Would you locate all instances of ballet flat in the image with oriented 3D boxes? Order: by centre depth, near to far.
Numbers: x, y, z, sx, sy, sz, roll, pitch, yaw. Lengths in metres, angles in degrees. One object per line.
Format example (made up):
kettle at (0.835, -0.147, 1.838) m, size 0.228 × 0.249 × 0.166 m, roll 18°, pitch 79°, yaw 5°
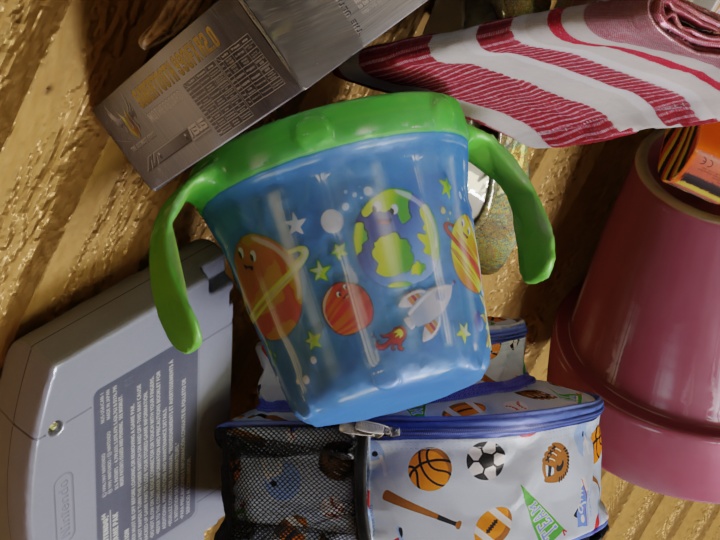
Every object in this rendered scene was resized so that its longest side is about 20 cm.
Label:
ballet flat at (0.054, -0.082, 1.135) m, size 0.071 × 0.071 × 0.200 m, roll -23°, pitch 133°, yaw -41°

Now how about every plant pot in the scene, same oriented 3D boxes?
plant pot at (0.220, 0.013, 1.335) m, size 0.200 × 0.200 × 0.179 m, roll -28°, pitch 136°, yaw -36°

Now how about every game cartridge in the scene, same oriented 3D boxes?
game cartridge at (-0.123, 0.088, 1.095) m, size 0.133 × 0.042 × 0.200 m, roll -27°, pitch 141°, yaw -31°

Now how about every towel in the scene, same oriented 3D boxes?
towel at (0.102, -0.087, 1.000) m, size 0.144 × 0.200 × 0.023 m, roll 15°, pitch 77°, yaw -41°

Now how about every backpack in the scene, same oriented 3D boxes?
backpack at (0.034, 0.095, 1.145) m, size 0.200 × 0.190 × 0.155 m, roll -25°, pitch 118°, yaw -70°

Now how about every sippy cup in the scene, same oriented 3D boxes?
sippy cup at (0.000, 0.000, 1.026) m, size 0.177 × 0.131 × 0.140 m, roll -18°, pitch 170°, yaw 8°

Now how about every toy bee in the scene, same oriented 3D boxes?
toy bee at (0.214, -0.110, 1.288) m, size 0.200 × 0.131 × 0.109 m, roll -47°, pitch 175°, yaw -31°

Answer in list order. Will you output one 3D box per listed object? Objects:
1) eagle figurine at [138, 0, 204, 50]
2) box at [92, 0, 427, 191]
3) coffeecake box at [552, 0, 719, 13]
eagle figurine at (-0.084, -0.165, 0.783) m, size 0.200 × 0.151 × 0.152 m, roll 21°, pitch 91°, yaw -50°
box at (-0.015, -0.113, 0.916) m, size 0.158 × 0.048 × 0.200 m, roll -38°, pitch -174°, yaw -22°
coffeecake box at (0.187, -0.201, 1.102) m, size 0.200 × 0.073 × 0.154 m, roll -50°, pitch 170°, yaw -43°
